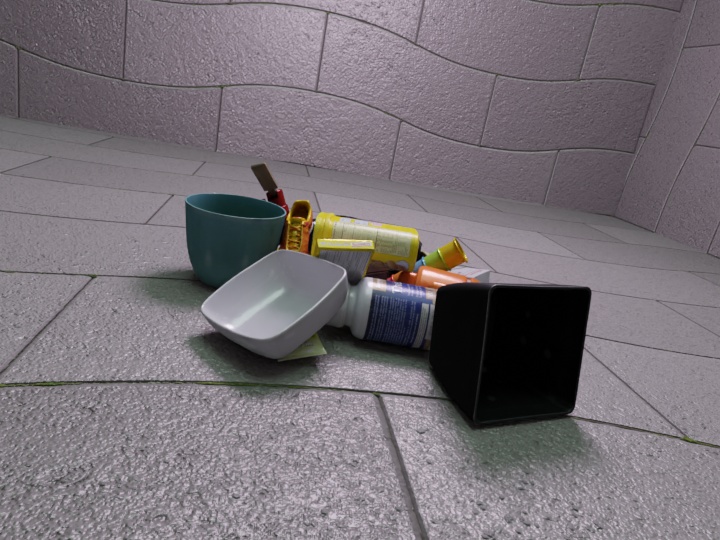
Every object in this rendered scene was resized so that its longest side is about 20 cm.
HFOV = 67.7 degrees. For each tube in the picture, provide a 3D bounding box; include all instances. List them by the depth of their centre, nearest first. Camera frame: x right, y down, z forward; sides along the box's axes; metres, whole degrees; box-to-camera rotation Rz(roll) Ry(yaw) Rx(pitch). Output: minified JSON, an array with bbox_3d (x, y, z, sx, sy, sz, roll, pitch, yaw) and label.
[{"bbox_3d":[-0.109,0.094,0.917,0.052,0.058,0.200,42,10,-25],"label":"tube"}]

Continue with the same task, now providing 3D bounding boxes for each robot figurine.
[{"bbox_3d":[0.168,0.059,1.080,0.198,0.145,0.117,14,38,7],"label":"robot figurine"}]

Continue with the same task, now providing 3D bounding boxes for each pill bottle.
[{"bbox_3d":[0.044,0.073,0.963,0.198,0.112,0.111,10,17,-4],"label":"pill bottle"}]

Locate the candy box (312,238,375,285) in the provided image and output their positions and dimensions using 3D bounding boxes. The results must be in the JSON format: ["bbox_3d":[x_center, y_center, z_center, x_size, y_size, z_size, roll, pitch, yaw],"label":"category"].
[{"bbox_3d":[-0.046,0.012,0.988,0.101,0.200,0.027,-1,56,-16],"label":"candy box"}]

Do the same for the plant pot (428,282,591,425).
[{"bbox_3d":[0.217,0.106,0.856,0.198,0.202,0.177,2,9,-27],"label":"plant pot"}]

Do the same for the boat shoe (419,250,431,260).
[{"bbox_3d":[0.176,-0.014,1.393,0.063,0.074,0.201,6,10,-14],"label":"boat shoe"}]

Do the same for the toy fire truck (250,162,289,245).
[{"bbox_3d":[-0.240,-0.139,1.230,0.175,0.201,0.129,-16,14,-11],"label":"toy fire truck"}]

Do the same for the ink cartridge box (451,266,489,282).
[{"bbox_3d":[0.216,0.032,1.206,0.199,0.067,0.116,7,11,30],"label":"ink cartridge box"}]

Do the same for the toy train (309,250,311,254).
[{"bbox_3d":[-0.103,-0.054,1.286,0.149,0.056,0.200,-24,32,-18],"label":"toy train"}]

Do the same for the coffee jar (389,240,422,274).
[{"bbox_3d":[0.054,-0.043,1.348,0.198,0.105,0.085,3,22,-21],"label":"coffee jar"}]

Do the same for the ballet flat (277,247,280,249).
[{"bbox_3d":[-0.140,0.014,1.129,0.067,0.067,0.200,-25,42,-26],"label":"ballet flat"}]

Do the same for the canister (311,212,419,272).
[{"bbox_3d":[0.010,-0.056,1.066,0.198,0.087,0.149,9,11,0],"label":"canister"}]

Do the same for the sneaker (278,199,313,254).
[{"bbox_3d":[-0.139,-0.063,1.102,0.072,0.077,0.201,0,52,1],"label":"sneaker"}]

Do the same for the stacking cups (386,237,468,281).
[{"bbox_3d":[0.128,0.002,1.150,0.199,0.061,0.061,-28,10,15],"label":"stacking cups"}]

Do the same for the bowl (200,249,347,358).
[{"bbox_3d":[-0.132,0.059,0.869,0.199,0.075,0.200,17,44,41],"label":"bowl"}]

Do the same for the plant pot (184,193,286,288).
[{"bbox_3d":[-0.263,-0.056,1.100,0.199,0.162,0.201,10,18,-3],"label":"plant pot"}]

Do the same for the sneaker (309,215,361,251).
[{"bbox_3d":[-0.078,-0.090,1.239,0.198,0.071,0.078,2,25,-12],"label":"sneaker"}]

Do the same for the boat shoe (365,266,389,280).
[{"bbox_3d":[-0.016,0.028,1.090,0.199,0.094,0.074,-4,16,-44],"label":"boat shoe"}]
